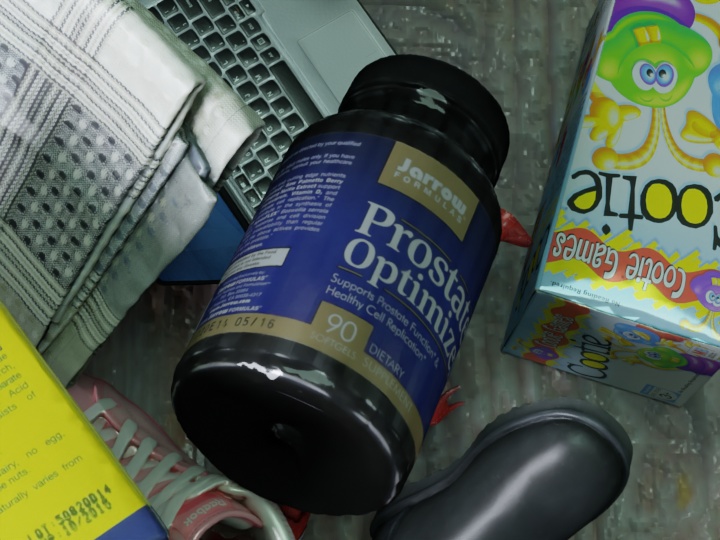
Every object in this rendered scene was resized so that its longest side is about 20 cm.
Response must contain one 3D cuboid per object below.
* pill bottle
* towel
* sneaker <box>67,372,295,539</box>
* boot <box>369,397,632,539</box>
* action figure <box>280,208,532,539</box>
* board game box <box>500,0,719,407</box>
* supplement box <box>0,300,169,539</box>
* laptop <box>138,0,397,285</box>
[{"bbox_3d":[0.000,0.000,0.754,0.111,0.112,0.201,22,55,3],"label":"pill bottle"},{"bbox_3d":[-0.160,-0.062,0.736,0.200,0.193,0.035,42,31,3],"label":"towel"},{"bbox_3d":[-0.098,0.105,0.778,0.075,0.105,0.200,-39,78,-28],"label":"sneaker"},{"bbox_3d":[0.037,0.165,0.711,0.065,0.165,0.201,38,43,-11],"label":"boot"},{"bbox_3d":[0.012,0.055,0.832,0.065,0.052,0.201,30,80,33],"label":"action figure"},{"bbox_3d":[0.153,-0.050,0.857,0.102,0.105,0.202,17,71,1],"label":"board game box"},{"bbox_3d":[-0.176,0.075,0.657,0.108,0.110,0.200,-32,71,-23],"label":"supplement box"},{"bbox_3d":[-0.065,-0.099,0.851,0.199,0.116,0.188,-31,76,-14],"label":"laptop"}]
